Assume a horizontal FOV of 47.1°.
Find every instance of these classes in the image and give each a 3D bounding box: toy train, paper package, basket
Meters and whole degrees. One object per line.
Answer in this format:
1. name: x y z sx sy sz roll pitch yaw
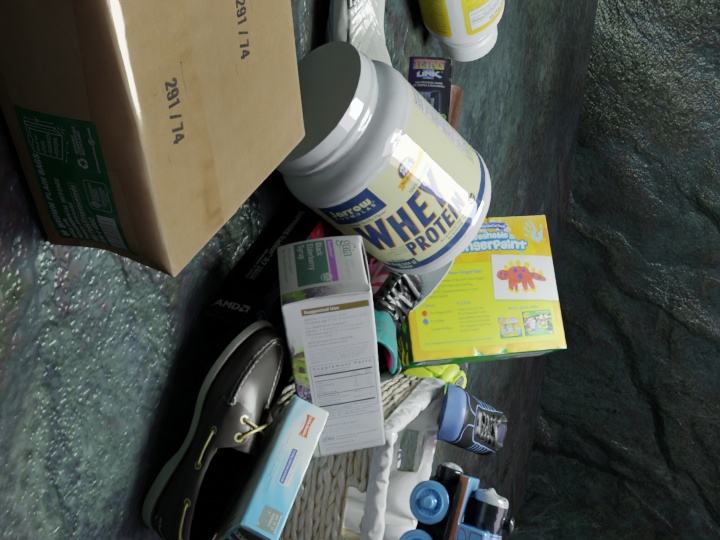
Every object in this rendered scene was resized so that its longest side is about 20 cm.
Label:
1. toy train: 0.098 0.318 0.903 0.087 0.113 0.203 46 60 -68
2. paper package: -0.126 -0.135 0.509 0.191 0.102 0.202 -55 151 -44
3. basket: -0.012 0.223 0.940 0.199 0.158 0.202 -21 121 -65

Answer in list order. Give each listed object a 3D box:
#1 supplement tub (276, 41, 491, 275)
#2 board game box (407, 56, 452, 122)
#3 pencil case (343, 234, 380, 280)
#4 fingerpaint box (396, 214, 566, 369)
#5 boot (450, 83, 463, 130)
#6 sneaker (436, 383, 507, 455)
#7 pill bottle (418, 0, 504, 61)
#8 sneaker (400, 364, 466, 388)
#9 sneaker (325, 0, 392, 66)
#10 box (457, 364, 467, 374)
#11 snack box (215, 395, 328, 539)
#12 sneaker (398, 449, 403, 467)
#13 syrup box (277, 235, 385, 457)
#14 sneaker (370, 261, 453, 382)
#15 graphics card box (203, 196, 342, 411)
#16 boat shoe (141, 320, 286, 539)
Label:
1. supplement tub: 0.016 -0.101 0.772 0.199 0.144 0.147 35 67 -40
2. board game box: 0.083 -0.141 1.037 0.200 0.056 0.168 77 16 -71
3. pencil case: 0.000 0.000 0.960 0.085 0.083 0.204 -5 111 -27
4. fingerpaint box: 0.135 0.025 1.007 0.073 0.196 0.170 138 -53 -70
5. boot: 0.130 -0.182 1.240 0.186 0.063 0.204 -4 101 -71
6. sneaker: 0.136 0.181 0.985 0.200 0.077 0.071 54 49 -74
7. pill bottle: 0.123 -0.358 1.034 0.201 0.110 0.113 62 45 -61
8. sneaker: 0.048 0.176 1.108 0.075 0.198 0.084 59 7 0
9. sneaker: -0.008 -0.261 0.827 0.071 0.072 0.204 -7 97 -39
10. box: 0.081 0.071 1.141 0.200 0.120 0.108 50 46 -66
11. snack box: -0.092 0.200 0.751 0.117 0.037 0.200 -67 -172 -31
12. sneaker: 0.010 0.278 1.159 0.201 0.069 0.110 79 35 -61
13. syrup box: -0.025 0.073 0.757 0.079 0.080 0.202 -102 -176 -50
14. sneaker: 0.028 0.047 0.869 0.084 0.199 0.121 46 7 -24
15. graphics card box: -0.075 0.026 0.815 0.201 0.050 0.127 -56 151 -43
16. boat shoe: -0.111 0.143 0.700 0.071 0.060 0.203 25 92 -56
